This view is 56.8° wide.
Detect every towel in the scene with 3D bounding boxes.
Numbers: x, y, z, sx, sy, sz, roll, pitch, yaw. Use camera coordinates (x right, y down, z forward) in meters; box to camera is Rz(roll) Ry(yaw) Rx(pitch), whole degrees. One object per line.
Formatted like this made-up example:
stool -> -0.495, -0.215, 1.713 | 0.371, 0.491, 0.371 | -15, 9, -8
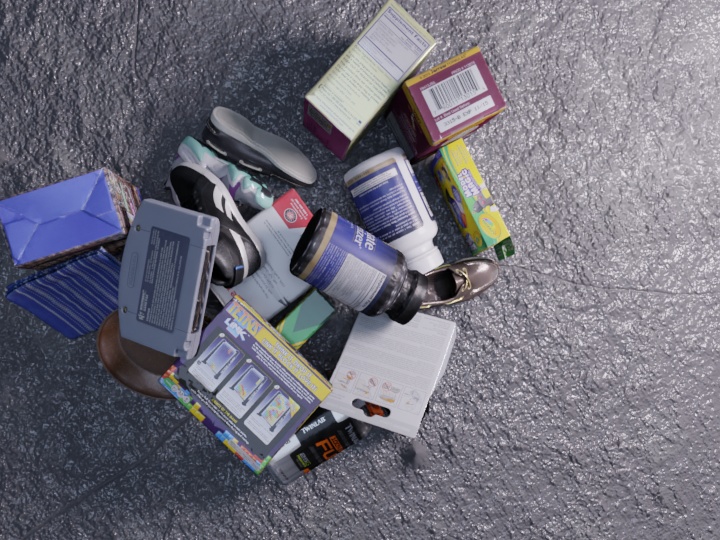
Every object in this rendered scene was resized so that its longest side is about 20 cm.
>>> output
towel -> -0.420, 0.042, 1.013 | 0.198, 0.024, 0.145 | -19, 136, 20

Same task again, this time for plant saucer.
plant saucer -> -0.308, 0.119, 1.041 | 0.197, 0.037, 0.203 | 0, 125, 0

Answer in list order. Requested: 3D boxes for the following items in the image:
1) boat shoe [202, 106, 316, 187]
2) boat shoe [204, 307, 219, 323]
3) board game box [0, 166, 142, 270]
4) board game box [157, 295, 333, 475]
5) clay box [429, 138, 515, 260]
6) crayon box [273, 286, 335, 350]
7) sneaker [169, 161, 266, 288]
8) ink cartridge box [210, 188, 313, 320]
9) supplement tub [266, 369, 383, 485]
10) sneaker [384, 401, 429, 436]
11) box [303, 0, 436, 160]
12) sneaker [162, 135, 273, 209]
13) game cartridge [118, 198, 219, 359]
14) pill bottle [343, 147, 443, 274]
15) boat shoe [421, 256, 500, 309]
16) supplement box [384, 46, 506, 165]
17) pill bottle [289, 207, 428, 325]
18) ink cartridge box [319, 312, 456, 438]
boat shoe -> -0.166, -0.191, 1.098 | 0.198, 0.074, 0.060 | 28, 128, -20
boat shoe -> -0.314, 0.075, 1.076 | 0.197, 0.070, 0.072 | 17, 88, -6
board game box -> -0.419, -0.070, 1.002 | 0.157, 0.200, 0.098 | -18, 90, -5
board game box -> -0.165, 0.164, 0.972 | 0.200, 0.057, 0.165 | 44, 86, -1
clay box -> 0.182, -0.104, 1.096 | 0.047, 0.115, 0.202 | -25, 86, -4
crayon box -> -0.127, 0.113, 1.068 | 0.200, 0.127, 0.051 | -44, 94, -3
sneaker -> -0.231, -0.065, 0.976 | 0.201, 0.112, 0.073 | 50, 127, -2
ink cartridge box -> -0.148, -0.013, 1.087 | 0.199, 0.084, 0.145 | -37, 93, -6
supplement tub -> -0.069, 0.243, 1.074 | 0.198, 0.123, 0.124 | -31, 92, -4
sneaker -> 0.072, 0.170, 1.094 | 0.075, 0.111, 0.203 | 1, 89, -5
box -> 0.007, -0.294, 1.058 | 0.097, 0.176, 0.200 | 42, 86, -4
sneaker -> -0.239, -0.111, 1.070 | 0.199, 0.078, 0.141 | 34, 96, 26
game cartridge -> -0.273, 0.009, 0.929 | 0.132, 0.041, 0.203 | 17, 101, 23
pill bottle -> 0.060, -0.088, 1.094 | 0.110, 0.111, 0.202 | -25, 92, -5
boat shoe -> 0.151, 0.023, 1.125 | 0.197, 0.059, 0.073 | -14, 90, -10
supplement box -> 0.127, -0.253, 1.057 | 0.130, 0.200, 0.104 | -28, 93, -5
pill bottle -> 0.000, 0.000, 1.011 | 0.198, 0.112, 0.113 | 29, 87, -14
ink cartridge box -> 0.046, 0.152, 1.038 | 0.160, 0.057, 0.202 | 14, 63, 19
